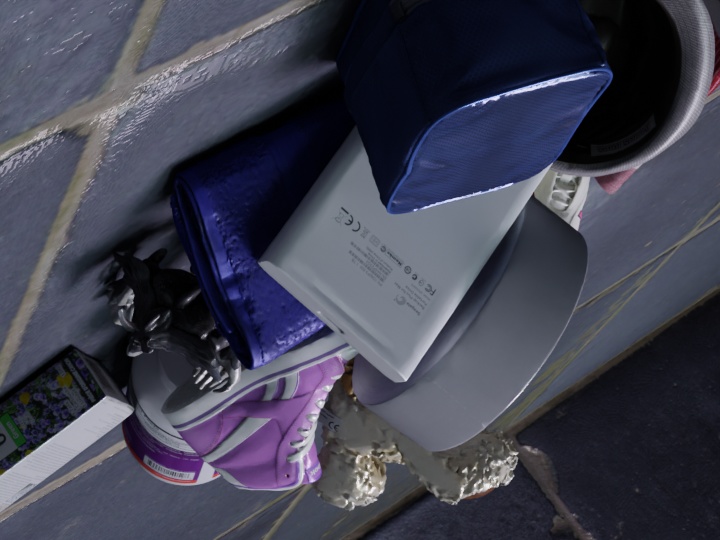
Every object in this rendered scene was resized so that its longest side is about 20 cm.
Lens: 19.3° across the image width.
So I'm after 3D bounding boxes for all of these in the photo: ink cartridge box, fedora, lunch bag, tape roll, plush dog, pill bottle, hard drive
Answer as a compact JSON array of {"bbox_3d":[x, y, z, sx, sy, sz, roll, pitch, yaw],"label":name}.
[{"bbox_3d":[-0.278,0.144,1.652,0.199,0.050,0.109,-36,169,-1],"label":"ink cartridge box"},{"bbox_3d":[0.176,-0.172,1.587,0.091,0.175,0.201,-78,169,-55],"label":"fedora"},{"bbox_3d":[0.067,-0.141,1.369,0.135,0.133,0.200,-15,162,-21],"label":"lunch bag"},{"bbox_3d":[0.079,0.033,1.574,0.200,0.066,0.201,-47,-162,20],"label":"tape roll"},{"bbox_3d":[0.049,0.098,1.787,0.199,0.161,0.172,-10,-160,37],"label":"plush dog"},{"bbox_3d":[-0.136,0.099,1.738,0.112,0.113,0.200,-32,167,-21],"label":"pill bottle"},{"bbox_3d":[0.034,-0.042,1.470,0.201,0.132,0.026,-55,-163,-20],"label":"hard drive"}]

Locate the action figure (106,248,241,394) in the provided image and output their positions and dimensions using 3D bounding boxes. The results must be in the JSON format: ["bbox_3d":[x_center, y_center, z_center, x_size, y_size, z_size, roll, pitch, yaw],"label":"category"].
[{"bbox_3d":[-0.119,0.030,1.524,0.200,0.119,0.102,-31,163,-53],"label":"action figure"}]

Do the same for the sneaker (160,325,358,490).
[{"bbox_3d":[-0.041,0.097,1.588,0.200,0.115,0.073,-30,-163,30],"label":"sneaker"}]

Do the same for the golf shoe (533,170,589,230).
[{"bbox_3d":[0.164,-0.080,1.847,0.072,0.201,0.092,19,140,-18],"label":"golf shoe"}]

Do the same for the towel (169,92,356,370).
[{"bbox_3d":[-0.034,-0.038,1.483,0.199,0.149,0.049,-29,-160,-31],"label":"towel"}]

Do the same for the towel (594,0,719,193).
[{"bbox_3d":[0.218,-0.174,1.654,0.023,0.145,0.200,-7,152,-36],"label":"towel"}]
